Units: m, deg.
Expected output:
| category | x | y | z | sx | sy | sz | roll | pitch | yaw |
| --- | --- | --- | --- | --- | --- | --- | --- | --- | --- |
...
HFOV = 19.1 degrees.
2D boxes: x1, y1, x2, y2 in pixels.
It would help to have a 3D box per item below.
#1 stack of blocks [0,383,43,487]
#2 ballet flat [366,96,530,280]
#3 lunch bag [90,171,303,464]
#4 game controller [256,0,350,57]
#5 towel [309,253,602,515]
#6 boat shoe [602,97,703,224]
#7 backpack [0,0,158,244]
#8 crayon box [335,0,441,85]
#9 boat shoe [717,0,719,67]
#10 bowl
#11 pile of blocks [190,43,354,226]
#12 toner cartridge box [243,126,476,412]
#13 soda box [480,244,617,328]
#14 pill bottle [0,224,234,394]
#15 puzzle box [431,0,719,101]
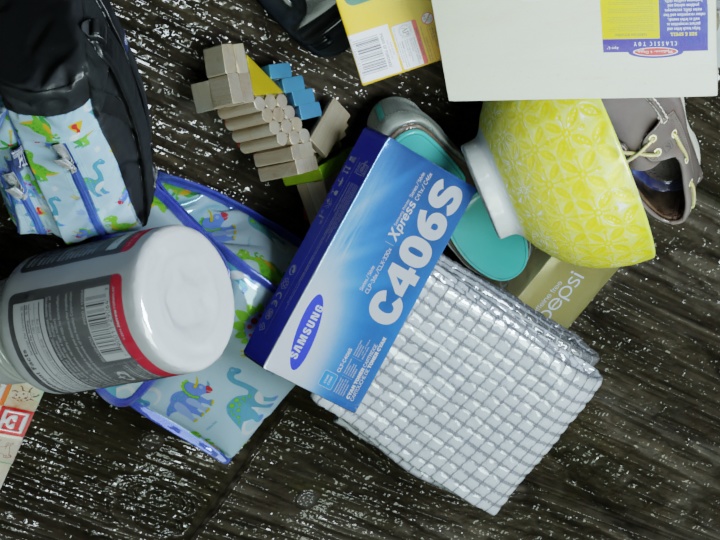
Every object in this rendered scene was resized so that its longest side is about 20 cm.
| category | x | y | z | sx | sy | sz | roll | pitch | yaw |
| --- | --- | --- | --- | --- | --- | --- | --- | --- | --- |
| stack of blocks | -0.369 | 0.100 | 1.732 | 0.199 | 0.059 | 0.115 | 15 | 120 | -25 |
| ballet flat | 0.074 | -0.071 | 1.736 | 0.067 | 0.064 | 0.200 | -37 | 128 | 8 |
| lunch bag | -0.136 | 0.031 | 1.719 | 0.200 | 0.128 | 0.170 | 34 | 113 | -18 |
| game controller | 0.012 | -0.250 | 1.612 | 0.200 | 0.042 | 0.104 | -39 | 111 | 12 |
| towel | 0.075 | 0.086 | 1.763 | 0.200 | 0.086 | 0.166 | 32 | 114 | -15 |
| boat shoe | 0.229 | -0.105 | 1.720 | 0.072 | 0.060 | 0.200 | -7 | 152 | 20 |
| backpack | -0.215 | -0.112 | 1.577 | 0.153 | 0.163 | 0.200 | -23 | 138 | 11 |
| crayon box | 0.026 | -0.248 | 1.559 | 0.118 | 0.058 | 0.201 | -17 | 115 | 3 |
| boat shoe | 0.247 | -0.187 | 1.700 | 0.199 | 0.068 | 0.075 | 3 | 124 | -18 |
| bowl | 0.142 | -0.082 | 1.662 | 0.107 | 0.200 | 0.200 | -23 | 128 | 3 |
| pile of blocks | -0.062 | -0.108 | 1.683 | 0.062 | 0.082 | 0.200 | -7 | 131 | 46 |
| toner cartridge box | 0.000 | 0.000 | 1.649 | 0.095 | 0.043 | 0.200 | 28 | 91 | -30 |
| soda box | 0.143 | 0.022 | 1.819 | 0.064 | 0.068 | 0.200 | 25 | 115 | -29 |
| pill bottle | -0.202 | 0.034 | 1.613 | 0.200 | 0.111 | 0.111 | -10 | 137 | 37 |
| puzzle box | 0.153 | -0.172 | 1.515 | 0.199 | 0.025 | 0.133 | 0 | 144 | 9 |
